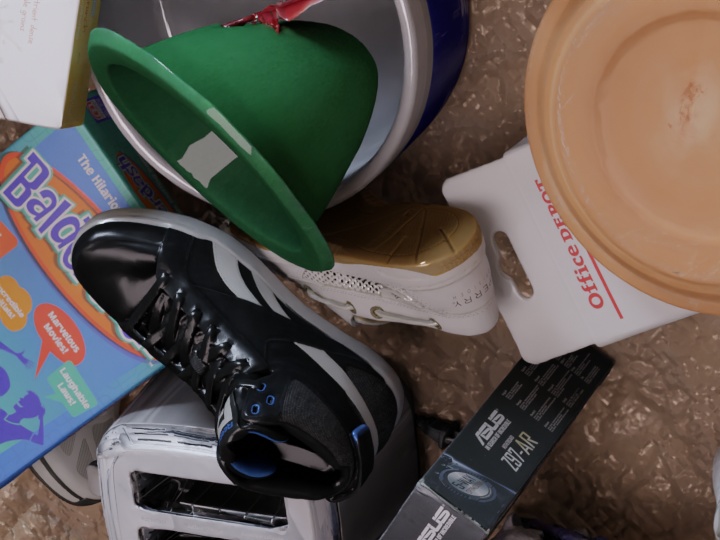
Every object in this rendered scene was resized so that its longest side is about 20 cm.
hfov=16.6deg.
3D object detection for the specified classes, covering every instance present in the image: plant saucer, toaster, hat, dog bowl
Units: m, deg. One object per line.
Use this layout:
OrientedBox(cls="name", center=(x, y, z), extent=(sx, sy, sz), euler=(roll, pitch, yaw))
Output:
OrientedBox(cls="plant saucer", center=(0.171, -0.071, 1.179), extent=(0.200, 0.032, 0.201), euler=(10, 115, 23))
OrientedBox(cls="toaster", center=(-0.054, 0.118, 1.403), extent=(0.199, 0.129, 0.114), euler=(7, 116, 24))
OrientedBox(cls="hat", center=(-0.015, -0.115, 1.241), extent=(0.200, 0.176, 0.166), euler=(29, 162, 52))
OrientedBox(cls="dog bowl", center=(-0.046, -0.135, 1.312), extent=(0.200, 0.079, 0.201), euler=(11, 117, 22))

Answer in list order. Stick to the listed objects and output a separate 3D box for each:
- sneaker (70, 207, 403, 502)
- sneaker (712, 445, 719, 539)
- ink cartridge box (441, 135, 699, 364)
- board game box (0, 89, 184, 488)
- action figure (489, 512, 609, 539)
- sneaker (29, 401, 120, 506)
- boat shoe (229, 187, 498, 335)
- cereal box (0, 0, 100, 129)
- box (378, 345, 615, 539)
OrientedBox(cls="sneaker", center=(-0.074, 0.046, 1.286), extent=(0.200, 0.112, 0.073), euler=(31, 120, -1))
OrientedBox(cls="sneaker", center=(0.235, 0.186, 1.304), extent=(0.078, 0.099, 0.200), euler=(-27, 99, 29))
OrientedBox(cls="ink cartridge box", center=(0.155, -0.038, 1.261), extent=(0.200, 0.068, 0.115), euler=(-21, 101, 32))
OrientedBox(cls="board game box", center=(-0.185, 0.016, 1.402), extent=(0.200, 0.045, 0.152), euler=(-36, 88, 22))
OrientedBox(cls="action figure", center=(0.136, 0.210, 1.331), extent=(0.194, 0.105, 0.200), euler=(48, 164, -19))
OrientedBox(cls="sneaker", center=(-0.157, 0.044, 1.452), extent=(0.115, 0.076, 0.201), euler=(-8, 106, 31))
OrientedBox(cls="boat shoe", center=(0.000, 0.000, 1.324), extent=(0.200, 0.071, 0.069), euler=(18, 138, 54))
OrientedBox(cls="cereal box", center=(-0.232, -0.161, 1.290), extent=(0.199, 0.040, 0.144), euler=(10, 99, 13))
OrientedBox(cls="box", center=(0.049, 0.132, 1.313), extent=(0.043, 0.200, 0.160), euler=(36, 124, 6))
